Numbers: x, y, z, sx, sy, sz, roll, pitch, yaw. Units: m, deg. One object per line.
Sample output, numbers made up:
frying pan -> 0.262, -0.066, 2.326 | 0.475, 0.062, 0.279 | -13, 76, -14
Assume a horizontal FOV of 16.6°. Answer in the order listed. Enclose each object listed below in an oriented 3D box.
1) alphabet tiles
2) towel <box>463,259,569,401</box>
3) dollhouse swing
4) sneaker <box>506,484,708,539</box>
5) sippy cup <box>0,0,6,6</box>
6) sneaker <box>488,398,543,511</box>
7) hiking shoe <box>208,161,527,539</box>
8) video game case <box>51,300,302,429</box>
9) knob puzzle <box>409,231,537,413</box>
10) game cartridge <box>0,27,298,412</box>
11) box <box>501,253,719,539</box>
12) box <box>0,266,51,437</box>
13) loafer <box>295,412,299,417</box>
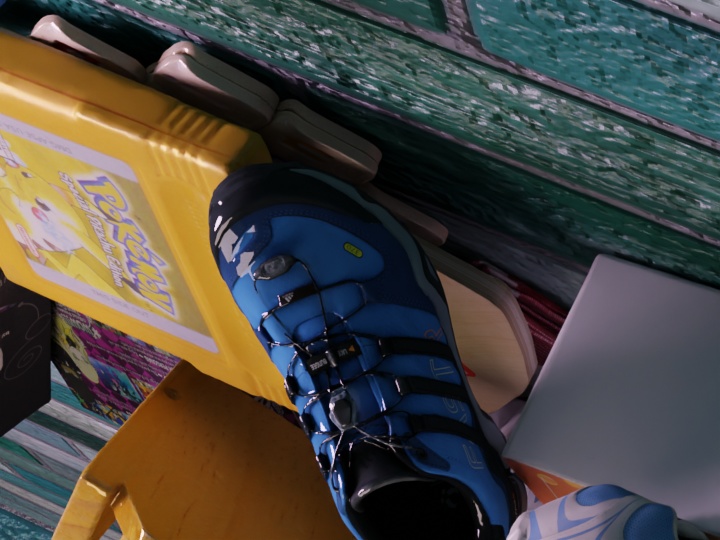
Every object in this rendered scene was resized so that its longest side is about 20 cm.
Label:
alphabet tiles -> -0.061, -0.055, 1.078 | 0.196, 0.015, 0.200 | 27, 167, -13
towel -> 0.100, 0.051, 1.164 | 0.200, 0.023, 0.144 | 31, 166, -17
dollhouse swing -> -0.053, 0.176, 1.155 | 0.200, 0.176, 0.182 | 33, -152, 3
sneaker -> 0.115, 0.131, 0.930 | 0.072, 0.072, 0.200 | -8, 158, 21
sippy cup -> -0.195, -0.105, 0.895 | 0.140, 0.130, 0.178 | 25, 166, 4
sneaker -> 0.078, 0.104, 1.100 | 0.087, 0.075, 0.200 | 4, -160, 18
hiking shoe -> 0.008, 0.047, 0.946 | 0.200, 0.074, 0.087 | 55, -164, -20
video game case -> -0.121, 0.019, 1.252 | 0.200, 0.036, 0.181 | 18, 142, 52
knob puzzle -> 0.000, 0.000, 1.077 | 0.220, 0.030, 0.220 | 25, 161, 9
game cartridge -> -0.102, -0.023, 1.059 | 0.200, 0.032, 0.176 | 24, 152, 33
box -> 0.178, 0.085, 0.979 | 0.200, 0.098, 0.124 | 19, 164, 31
box -> -0.235, 0.026, 1.264 | 0.106, 0.122, 0.200 | 46, 157, 16
loafer -> -0.003, 0.065, 1.272 | 0.200, 0.075, 0.070 | 37, 180, -38
